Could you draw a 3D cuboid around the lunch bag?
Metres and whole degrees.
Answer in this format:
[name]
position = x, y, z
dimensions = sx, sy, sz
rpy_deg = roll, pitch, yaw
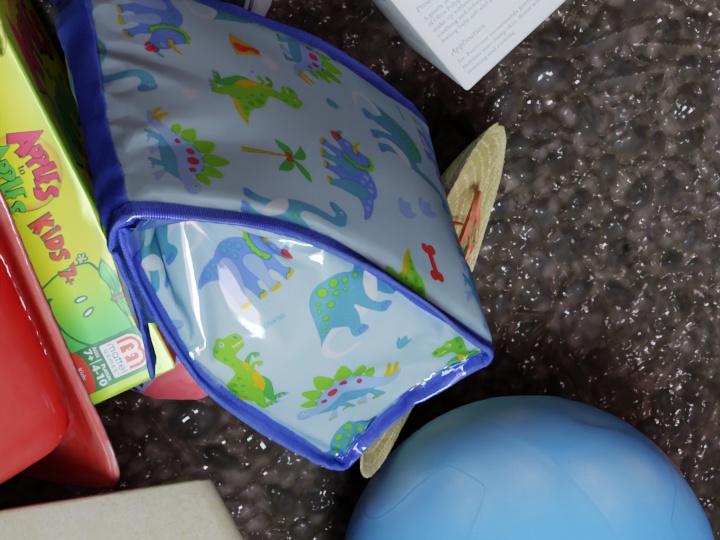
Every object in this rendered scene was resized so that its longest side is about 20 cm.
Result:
[lunch bag]
position = -0.054, -0.031, 1.339
dimensions = 0.127, 0.170, 0.200
rpy_deg = -37, 132, 19

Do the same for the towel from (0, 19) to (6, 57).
[towel]
position = -0.234, -0.143, 1.307
dimensions = 0.018, 0.200, 0.086
rpy_deg = -43, 130, -35

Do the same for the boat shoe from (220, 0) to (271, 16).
[boat shoe]
position = -0.094, -0.158, 1.377
dimensions = 0.091, 0.071, 0.200
rpy_deg = -46, 155, -29

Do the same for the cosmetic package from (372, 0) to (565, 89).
[cosmetic package]
position = 0.020, -0.198, 1.442
dimensions = 0.108, 0.085, 0.200
rpy_deg = -41, 120, -2

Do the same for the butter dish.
[butter dish]
position = -0.238, 0.041, 1.358
dimensions = 0.148, 0.200, 0.200
rpy_deg = -42, 125, -34

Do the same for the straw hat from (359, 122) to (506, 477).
[straw hat]
position = 0.000, 0.000, 1.503
dimensions = 0.085, 0.201, 0.201
rpy_deg = 21, 106, 9

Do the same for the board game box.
[board game box]
position = -0.149, -0.047, 1.401
dimensions = 0.048, 0.102, 0.200
rpy_deg = -24, 108, 6

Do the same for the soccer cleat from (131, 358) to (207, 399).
[soccer cleat]
position = -0.082, -0.028, 1.489
dimensions = 0.076, 0.067, 0.200
rpy_deg = 7, 112, -20

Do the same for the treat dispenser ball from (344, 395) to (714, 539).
[treat dispenser ball]
position = 0.088, 0.165, 1.561
dimensions = 0.200, 0.201, 0.201
rpy_deg = -9, 115, -19

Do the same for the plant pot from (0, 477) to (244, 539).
[plant pot]
position = -0.135, 0.197, 1.397
dimensions = 0.199, 0.200, 0.178
rpy_deg = -8, 85, -20
